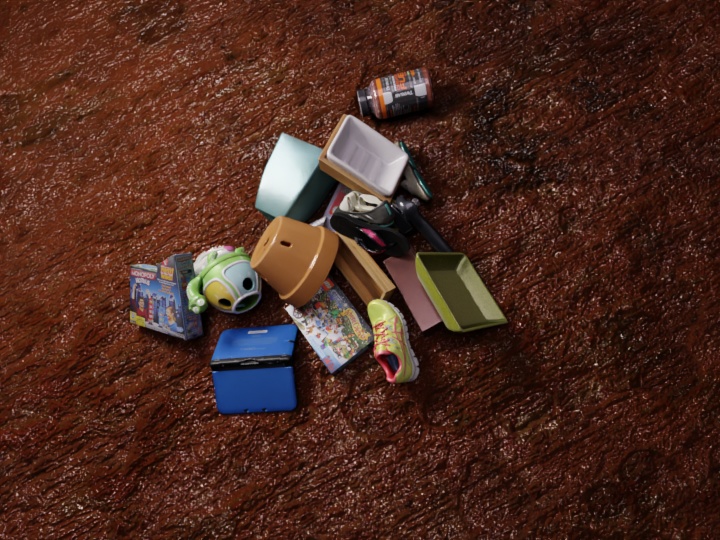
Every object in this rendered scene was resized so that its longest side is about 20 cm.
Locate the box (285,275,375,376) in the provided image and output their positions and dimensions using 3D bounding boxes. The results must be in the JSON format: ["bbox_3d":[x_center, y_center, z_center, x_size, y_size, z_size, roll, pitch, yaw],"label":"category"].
[{"bbox_3d":[-0.069,0.129,1.231,0.136,0.038,0.200,-38,68,-5],"label":"box"}]

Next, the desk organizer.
[{"bbox_3d":[0.135,0.049,1.209,0.077,0.072,0.201,-28,67,1],"label":"desk organizer"}]

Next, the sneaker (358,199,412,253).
[{"bbox_3d":[0.065,-0.113,1.288,0.199,0.085,0.074,-29,32,-22],"label":"sneaker"}]

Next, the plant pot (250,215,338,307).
[{"bbox_3d":[-0.162,-0.035,1.200,0.139,0.200,0.201,31,73,-23],"label":"plant pot"}]

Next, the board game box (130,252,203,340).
[{"bbox_3d":[-0.478,0.048,1.272,0.198,0.062,0.202,12,102,26],"label":"board game box"}]

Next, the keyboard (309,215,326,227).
[{"bbox_3d":[-0.175,-0.087,1.310,0.199,0.011,0.056,-25,24,11],"label":"keyboard"}]

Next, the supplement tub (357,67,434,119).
[{"bbox_3d":[0.094,-0.473,1.395,0.198,0.107,0.108,-13,68,5],"label":"supplement tub"}]

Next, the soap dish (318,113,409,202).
[{"bbox_3d":[0.007,-0.265,1.258,0.199,0.081,0.158,31,62,-12],"label":"soap dish"}]

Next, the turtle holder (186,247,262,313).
[{"bbox_3d":[-0.318,0.033,1.237,0.141,0.185,0.132,-48,68,17],"label":"turtle holder"}]

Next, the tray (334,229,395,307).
[{"bbox_3d":[0.000,0.000,1.234,0.037,0.099,0.200,-25,64,-32],"label":"tray"}]

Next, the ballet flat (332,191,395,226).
[{"bbox_3d":[0.003,-0.153,1.232,0.199,0.069,0.068,11,40,43],"label":"ballet flat"}]

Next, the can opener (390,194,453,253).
[{"bbox_3d":[0.152,-0.103,1.240,0.200,0.063,0.079,41,116,-9],"label":"can opener"}]

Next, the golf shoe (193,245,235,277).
[{"bbox_3d":[-0.402,0.008,1.324,0.199,0.075,0.092,-28,75,7],"label":"golf shoe"}]

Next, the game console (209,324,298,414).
[{"bbox_3d":[-0.244,0.233,1.233,0.198,0.119,0.171,-5,37,8],"label":"game console"}]

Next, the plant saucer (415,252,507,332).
[{"bbox_3d":[0.215,0.053,1.155,0.048,0.199,0.201,-44,62,34],"label":"plant saucer"}]

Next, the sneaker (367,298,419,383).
[{"bbox_3d":[0.061,0.157,1.142,0.078,0.090,0.201,-33,76,37],"label":"sneaker"}]

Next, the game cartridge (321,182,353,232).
[{"bbox_3d":[-0.013,-0.164,1.335,0.132,0.041,0.201,20,74,12],"label":"game cartridge"}]

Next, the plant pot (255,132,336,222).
[{"bbox_3d":[-0.172,-0.215,1.331,0.140,0.141,0.201,25,82,18],"label":"plant pot"}]

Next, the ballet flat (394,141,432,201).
[{"bbox_3d":[0.124,-0.245,1.336,0.062,0.067,0.201,-34,60,21],"label":"ballet flat"}]

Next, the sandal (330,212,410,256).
[{"bbox_3d":[0.017,-0.073,1.188,0.198,0.075,0.045,21,46,6],"label":"sandal"}]
